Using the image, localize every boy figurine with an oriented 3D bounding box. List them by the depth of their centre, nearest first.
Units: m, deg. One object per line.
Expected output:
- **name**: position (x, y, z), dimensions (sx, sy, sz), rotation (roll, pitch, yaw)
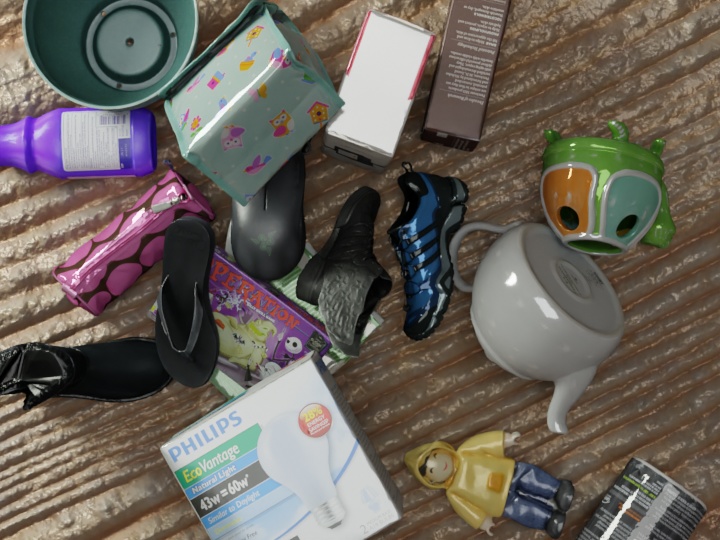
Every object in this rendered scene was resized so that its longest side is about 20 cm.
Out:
- **boy figurine**: position (0.150, 0.243, 1.695), dimensions (0.199, 0.064, 0.125), rotation (22, 90, -3)

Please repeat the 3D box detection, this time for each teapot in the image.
- **teapot**: position (0.194, 0.051, 1.661), dimensions (0.197, 0.201, 0.146), rotation (34, 123, -19)

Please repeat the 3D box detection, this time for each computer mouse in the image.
- **computer mouse**: position (-0.112, -0.090, 1.640), dimensions (0.137, 0.053, 0.202), rotation (-5, 76, 1)

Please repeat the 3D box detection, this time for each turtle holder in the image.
- **turtle holder**: position (0.284, -0.085, 1.675), dimensions (0.140, 0.185, 0.133), rotation (1, 76, 23)

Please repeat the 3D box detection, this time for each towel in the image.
- **towel**: position (-0.090, 0.080, 1.719), dimensions (0.153, 0.023, 0.200), rotation (45, 90, 2)

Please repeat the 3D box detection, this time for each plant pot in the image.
- **plant pot**: position (-0.277, -0.275, 1.673), dimensions (0.198, 0.134, 0.202), rotation (0, 86, 2)

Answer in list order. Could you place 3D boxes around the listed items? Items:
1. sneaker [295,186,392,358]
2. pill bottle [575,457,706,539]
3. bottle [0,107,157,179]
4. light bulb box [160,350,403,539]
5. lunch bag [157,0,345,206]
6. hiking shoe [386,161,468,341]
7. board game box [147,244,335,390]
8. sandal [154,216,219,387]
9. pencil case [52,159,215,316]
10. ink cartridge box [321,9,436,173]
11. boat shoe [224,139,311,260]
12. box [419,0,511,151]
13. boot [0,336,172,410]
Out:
- **sneaker**: position (0.000, -0.002, 1.666), dimensions (0.104, 0.060, 0.200), rotation (22, 63, 23)
- **pill bottle**: position (0.304, 0.326, 1.671), dimensions (0.106, 0.106, 0.201), rotation (35, 88, 1)
- **bottle**: position (-0.342, -0.150, 1.703), dimensions (0.198, 0.065, 0.084), rotation (-3, 87, 0)
- **light bulb box**: position (-0.084, 0.225, 1.589), dimensions (0.197, 0.125, 0.201), rotation (-31, 89, 1)
- **lunch bag**: position (-0.127, -0.199, 1.575), dimensions (0.170, 0.200, 0.122), rotation (-43, 127, 12)
- **hiking shoe**: position (0.064, -0.019, 1.691), dimensions (0.086, 0.074, 0.202), rotation (14, 78, -21)
- **board game box**: position (-0.138, 0.064, 1.677), dimensions (0.199, 0.032, 0.120), rotation (36, 107, 3)
- **sandal**: position (-0.205, 0.039, 1.650), dimensions (0.075, 0.043, 0.202), rotation (3, 105, 14)
- **pencil case**: position (-0.268, -0.032, 1.685), dimensions (0.200, 0.094, 0.091), rotation (-42, 100, 0)
- **ink cartridge box**: position (0.017, -0.199, 1.642), dimensions (0.084, 0.200, 0.146), rotation (20, 88, -2)
- **boat shoe**: position (-0.108, -0.088, 1.701), dimensions (0.063, 0.071, 0.202), rotation (19, 86, 1)
- **box**: position (0.125, -0.249, 1.694), dimensions (0.074, 0.100, 0.202), rotation (14, 88, 0)
- **boot**: position (-0.316, 0.117, 1.643), dimensions (0.198, 0.168, 0.077), rotation (-3, 88, -1)
